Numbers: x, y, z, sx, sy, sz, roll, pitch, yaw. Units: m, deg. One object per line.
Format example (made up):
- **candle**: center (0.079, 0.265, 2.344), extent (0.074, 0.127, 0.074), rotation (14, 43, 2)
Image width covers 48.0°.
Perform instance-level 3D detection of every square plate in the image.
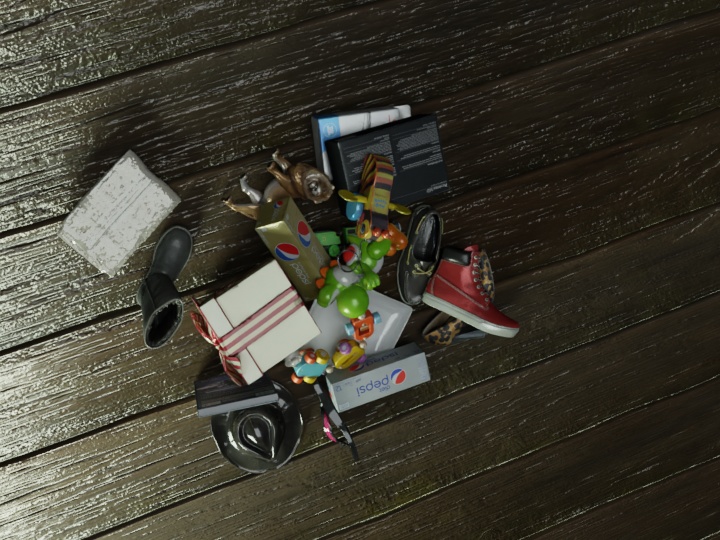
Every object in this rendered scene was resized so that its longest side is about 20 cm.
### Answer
- **square plate**: center (-0.022, 0.123, 1.611), extent (0.198, 0.028, 0.200), rotation (25, 94, -19)

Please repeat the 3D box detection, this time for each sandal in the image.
- **sandal**: center (-0.064, 0.296, 1.618), extent (0.045, 0.075, 0.202), rotation (-31, 100, -8)

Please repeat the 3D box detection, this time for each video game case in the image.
- **video game case**: center (-0.232, 0.220, 1.485), extent (0.141, 0.200, 0.019), rotation (-10, 98, -12)

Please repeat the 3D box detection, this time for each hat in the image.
- **hat**: center (-0.195, 0.317, 1.580), extent (0.198, 0.081, 0.204), rotation (-4, 103, -15)

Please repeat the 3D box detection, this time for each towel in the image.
- **towel**: center (-0.433, -0.100, 1.450), extent (0.200, 0.034, 0.132), rotation (-47, 111, -2)

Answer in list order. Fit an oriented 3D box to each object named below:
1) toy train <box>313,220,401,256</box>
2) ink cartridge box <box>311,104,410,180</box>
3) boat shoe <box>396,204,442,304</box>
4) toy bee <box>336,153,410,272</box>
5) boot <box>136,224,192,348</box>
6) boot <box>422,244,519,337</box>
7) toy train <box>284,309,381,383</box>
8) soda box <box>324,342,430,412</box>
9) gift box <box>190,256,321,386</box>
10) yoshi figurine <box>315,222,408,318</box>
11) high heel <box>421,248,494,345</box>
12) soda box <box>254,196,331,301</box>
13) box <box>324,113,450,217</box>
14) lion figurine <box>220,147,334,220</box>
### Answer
- **toy train**: center (-0.006, -0.060, 1.570), extent (0.197, 0.042, 0.057), rotation (-7, 93, -13)
- **ink cartridge box**: center (0.015, -0.243, 1.519), extent (0.197, 0.067, 0.118), rotation (-10, 105, -13)
- **boat shoe**: center (0.118, -0.026, 1.598), extent (0.071, 0.061, 0.204), rotation (5, 101, -16)
- **toy bee**: center (0.029, -0.093, 1.370), extent (0.129, 0.108, 0.203), rotation (-12, 105, -22)
- **boot**: center (-0.338, 0.023, 1.413), extent (0.072, 0.200, 0.184), rotation (22, 96, -19)
- **boot**: center (0.236, 0.034, 1.573), extent (0.198, 0.072, 0.146), rotation (25, 96, 6)
- **toy train**: center (-0.055, 0.136, 1.540), extent (0.198, 0.056, 0.151), rotation (-24, 142, -9)
- **soda box**: center (0.033, 0.209, 1.595), extent (0.197, 0.068, 0.064), rotation (-18, 107, -11)
- **gift box**: center (-0.196, 0.086, 1.460), extent (0.186, 0.200, 0.186), rotation (-33, 92, -5)
- **yoshi figurine**: center (0.009, 0.012, 1.487), extent (0.200, 0.111, 0.113), rotation (-44, 136, -23)
- **high heel**: center (0.194, 0.057, 1.629), extent (0.141, 0.071, 0.203), rotation (-6, 113, -20)
- **soda box**: center (-0.114, -0.036, 1.482), extent (0.063, 0.068, 0.201), rotation (-14, 131, 23)
- **box**: center (0.050, -0.189, 1.459), extent (0.198, 0.079, 0.143), rotation (-18, 105, -19)
- **lion figurine**: center (-0.152, -0.141, 1.482), extent (0.199, 0.073, 0.122), rotation (-28, 125, 30)
